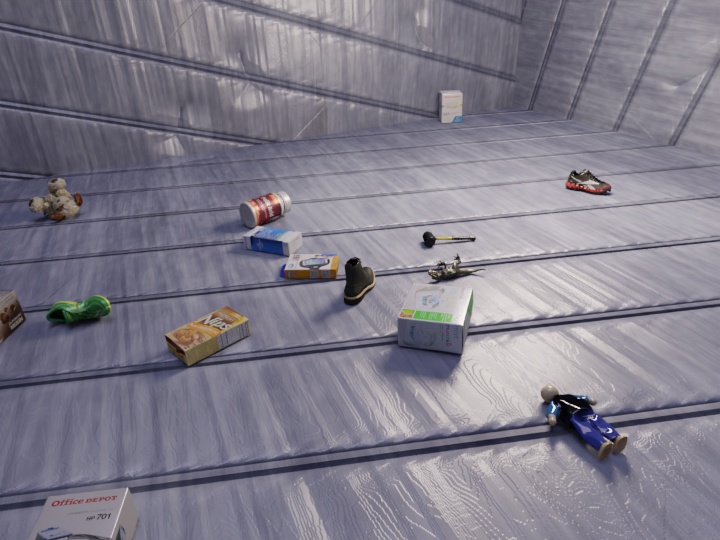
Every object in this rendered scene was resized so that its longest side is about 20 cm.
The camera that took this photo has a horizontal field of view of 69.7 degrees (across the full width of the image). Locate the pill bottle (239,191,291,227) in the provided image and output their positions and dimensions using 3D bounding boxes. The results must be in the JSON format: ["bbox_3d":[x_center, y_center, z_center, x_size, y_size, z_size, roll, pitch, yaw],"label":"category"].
[{"bbox_3d":[-0.400,-0.263,2.189,0.200,0.114,0.114,-27,37,-37],"label":"pill bottle"}]

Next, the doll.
[{"bbox_3d":[0.461,0.312,1.108,0.136,0.049,0.200,-13,30,-19],"label":"doll"}]

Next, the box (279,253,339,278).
[{"bbox_3d":[-0.177,-0.016,1.789,0.200,0.042,0.119,1,28,3],"label":"box"}]

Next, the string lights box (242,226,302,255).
[{"bbox_3d":[-0.333,-0.115,1.966,0.200,0.059,0.103,9,30,22],"label":"string lights box"}]

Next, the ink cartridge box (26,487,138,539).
[{"bbox_3d":[-0.475,0.476,0.857,0.146,0.086,0.200,-5,30,-4],"label":"ink cartridge box"}]

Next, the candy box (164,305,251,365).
[{"bbox_3d":[-0.421,0.177,1.436,0.115,0.055,0.200,23,38,40],"label":"candy box"}]

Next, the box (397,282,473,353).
[{"bbox_3d":[0.210,0.128,1.426,0.176,0.097,0.200,5,28,19],"label":"box"}]

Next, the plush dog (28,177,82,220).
[{"bbox_3d":[-1.367,-0.295,2.358,0.172,0.161,0.200,26,66,21],"label":"plush dog"}]

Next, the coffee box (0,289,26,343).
[{"bbox_3d":[-1.076,0.152,1.488,0.080,0.113,0.200,-1,28,3],"label":"coffee box"}]

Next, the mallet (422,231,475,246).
[{"bbox_3d":[0.334,-0.116,1.932,0.200,0.041,0.066,2,27,1],"label":"mallet"}]

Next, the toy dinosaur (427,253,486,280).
[{"bbox_3d":[0.309,-0.009,1.723,0.200,0.048,0.088,-9,43,-12],"label":"toy dinosaur"}]

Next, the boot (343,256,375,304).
[{"bbox_3d":[0.000,0.000,1.637,0.077,0.138,0.200,4,28,13],"label":"boot"}]

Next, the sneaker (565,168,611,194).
[{"bbox_3d":[1.030,-0.404,2.330,0.200,0.098,0.071,21,35,35],"label":"sneaker"}]

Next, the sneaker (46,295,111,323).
[{"bbox_3d":[-0.847,0.128,1.558,0.200,0.074,0.084,-9,25,8],"label":"sneaker"}]

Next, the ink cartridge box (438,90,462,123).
[{"bbox_3d":[0.640,-1.169,3.678,0.147,0.200,0.145,-3,28,0],"label":"ink cartridge box"}]
